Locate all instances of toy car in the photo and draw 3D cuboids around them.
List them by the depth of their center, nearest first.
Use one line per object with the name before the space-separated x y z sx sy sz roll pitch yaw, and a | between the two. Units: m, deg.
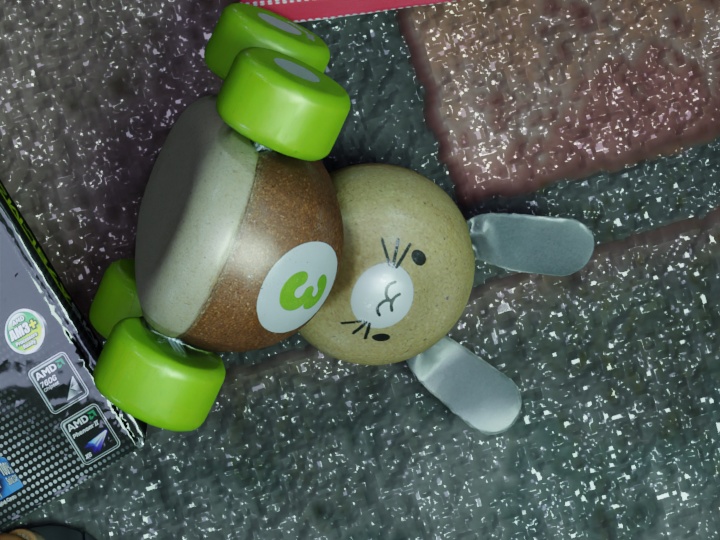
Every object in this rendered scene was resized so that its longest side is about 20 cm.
toy car | 0.000 0.000 1.229 0.199 0.158 0.165 22 105 -14

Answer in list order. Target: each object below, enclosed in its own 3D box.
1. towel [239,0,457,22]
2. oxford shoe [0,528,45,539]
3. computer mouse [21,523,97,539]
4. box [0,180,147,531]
towel | -0.005 -0.217 1.234 0.144 0.022 0.201 -5 102 22
oxford shoe | -0.217 0.194 1.247 0.071 0.071 0.200 33 100 -39
computer mouse | -0.106 0.217 1.282 0.140 0.046 0.201 -7 94 1
box | -0.230 0.045 1.259 0.199 0.048 0.194 -30 102 3
